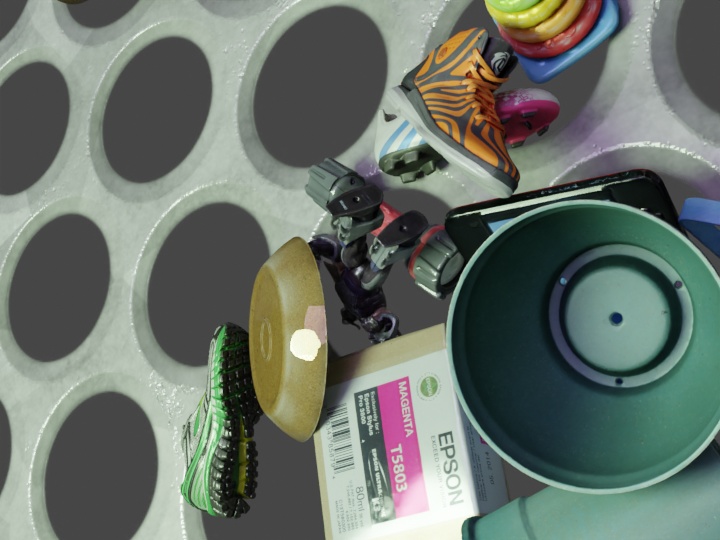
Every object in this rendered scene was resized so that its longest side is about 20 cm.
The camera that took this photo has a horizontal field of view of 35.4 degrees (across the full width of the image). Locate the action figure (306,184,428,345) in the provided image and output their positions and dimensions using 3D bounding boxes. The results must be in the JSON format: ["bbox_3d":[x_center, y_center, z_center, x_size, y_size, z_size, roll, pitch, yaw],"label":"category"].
[{"bbox_3d":[0.000,0.000,1.072,0.069,0.200,0.130,-36,70,-27],"label":"action figure"}]

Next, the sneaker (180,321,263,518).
[{"bbox_3d":[-0.154,0.153,1.178,0.085,0.078,0.202,-1,77,34],"label":"sneaker"}]

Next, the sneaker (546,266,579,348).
[{"bbox_3d":[0.167,0.087,0.948,0.082,0.074,0.202,-3,98,25],"label":"sneaker"}]

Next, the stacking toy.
[{"bbox_3d":[0.143,-0.269,1.022,0.110,0.200,0.117,-36,59,20],"label":"stacking toy"}]

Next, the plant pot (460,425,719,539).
[{"bbox_3d":[0.213,0.221,0.853,0.196,0.200,0.201,-36,59,10],"label":"plant pot"}]

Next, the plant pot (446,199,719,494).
[{"bbox_3d":[0.178,0.044,0.819,0.199,0.134,0.202,3,99,23],"label":"plant pot"}]

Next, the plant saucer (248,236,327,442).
[{"bbox_3d":[-0.077,0.067,1.104,0.200,0.035,0.202,180,90,-72],"label":"plant saucer"}]

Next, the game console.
[{"bbox_3d":[0.181,0.025,0.969,0.199,0.173,0.119,-11,44,31],"label":"game console"}]

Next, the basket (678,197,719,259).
[{"bbox_3d":[0.337,0.003,0.812,0.176,0.200,0.140,19,87,37],"label":"basket"}]

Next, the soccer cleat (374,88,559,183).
[{"bbox_3d":[0.096,-0.155,1.102,0.199,0.070,0.087,-17,66,29],"label":"soccer cleat"}]

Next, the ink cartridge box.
[{"bbox_3d":[0.043,0.168,1.043,0.164,0.075,0.201,-22,64,29],"label":"ink cartridge box"}]

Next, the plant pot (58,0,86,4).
[{"bbox_3d":[-0.333,-0.434,1.423,0.200,0.186,0.188,-37,58,37],"label":"plant pot"}]

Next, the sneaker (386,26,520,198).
[{"bbox_3d":[0.102,-0.152,0.997,0.112,0.077,0.200,-48,43,10],"label":"sneaker"}]

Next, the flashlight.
[{"bbox_3d":[0.025,-0.048,1.117,0.200,0.068,0.068,36,131,31],"label":"flashlight"}]
